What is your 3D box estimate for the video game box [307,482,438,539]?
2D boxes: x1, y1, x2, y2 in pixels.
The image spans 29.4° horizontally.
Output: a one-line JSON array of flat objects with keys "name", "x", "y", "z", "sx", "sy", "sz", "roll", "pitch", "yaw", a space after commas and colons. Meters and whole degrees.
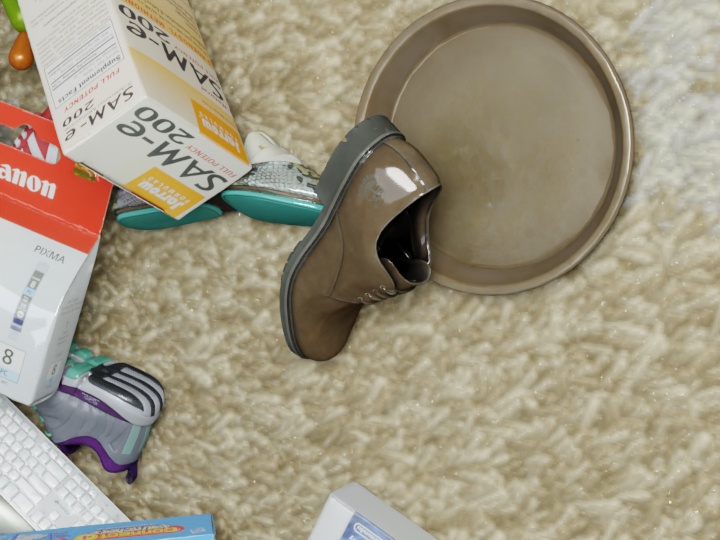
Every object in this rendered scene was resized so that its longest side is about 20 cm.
[{"name": "video game box", "x": 0.027, "y": 0.282, "z": 0.979, "sx": 0.200, "sy": 0.047, "sz": 0.182, "roll": 32, "pitch": 110, "yaw": 21}]

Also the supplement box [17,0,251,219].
[{"name": "supplement box", "x": -0.163, "y": -0.150, "z": 0.957, "sx": 0.073, "sy": 0.126, "sz": 0.200, "roll": -33, "pitch": 59, "yaw": 17}]

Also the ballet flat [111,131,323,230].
[{"name": "ballet flat", "x": -0.094, "y": -0.068, "z": 1.001, "sx": 0.200, "sy": 0.072, "sz": 0.072, "roll": 0, "pitch": 94, "yaw": 26}]

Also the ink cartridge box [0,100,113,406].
[{"name": "ink cartridge box", "x": -0.278, "y": -0.021, "z": 1.018, "sx": 0.160, "sy": 0.047, "sz": 0.200, "roll": 22, "pitch": 106, "yaw": 13}]

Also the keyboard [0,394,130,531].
[{"name": "keyboard", "x": -0.265, "y": 0.151, "z": 1.073, "sx": 0.200, "sy": 0.056, "sz": 0.011, "roll": 43, "pitch": 149, "yaw": 7}]

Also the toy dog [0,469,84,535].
[{"name": "toy dog", "x": -0.309, "y": 0.186, "z": 1.103, "sx": 0.200, "sy": 0.132, "sz": 0.096, "roll": 44, "pitch": 148, "yaw": 8}]

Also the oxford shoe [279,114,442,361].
[{"name": "oxford shoe", "x": 0.000, "y": 0.000, "z": 0.926, "sx": 0.084, "sy": 0.073, "sz": 0.200, "roll": 42, "pitch": 136, "yaw": 23}]

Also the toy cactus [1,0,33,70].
[{"name": "toy cactus", "x": -0.315, "y": -0.232, "z": 1.078, "sx": 0.165, "sy": 0.102, "sz": 0.200, "roll": 11, "pitch": 92, "yaw": 41}]

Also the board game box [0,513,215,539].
[{"name": "board game box", "x": -0.200, "y": 0.293, "z": 1.026, "sx": 0.200, "sy": 0.056, "sz": 0.196, "roll": -5, "pitch": 97, "yaw": -8}]

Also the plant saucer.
[{"name": "plant saucer", "x": 0.089, "y": -0.084, "z": 0.925, "sx": 0.200, "sy": 0.029, "sz": 0.201, "roll": 2, "pitch": 95, "yaw": 26}]

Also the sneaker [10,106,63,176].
[{"name": "sneaker", "x": -0.263, "y": -0.086, "z": 1.080, "sx": 0.112, "sy": 0.071, "sz": 0.200, "roll": 24, "pitch": 107, "yaw": 20}]

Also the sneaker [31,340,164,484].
[{"name": "sneaker", "x": -0.252, "y": 0.096, "z": 1.091, "sx": 0.200, "sy": 0.074, "sz": 0.088, "roll": 26, "pitch": 110, "yaw": 22}]
